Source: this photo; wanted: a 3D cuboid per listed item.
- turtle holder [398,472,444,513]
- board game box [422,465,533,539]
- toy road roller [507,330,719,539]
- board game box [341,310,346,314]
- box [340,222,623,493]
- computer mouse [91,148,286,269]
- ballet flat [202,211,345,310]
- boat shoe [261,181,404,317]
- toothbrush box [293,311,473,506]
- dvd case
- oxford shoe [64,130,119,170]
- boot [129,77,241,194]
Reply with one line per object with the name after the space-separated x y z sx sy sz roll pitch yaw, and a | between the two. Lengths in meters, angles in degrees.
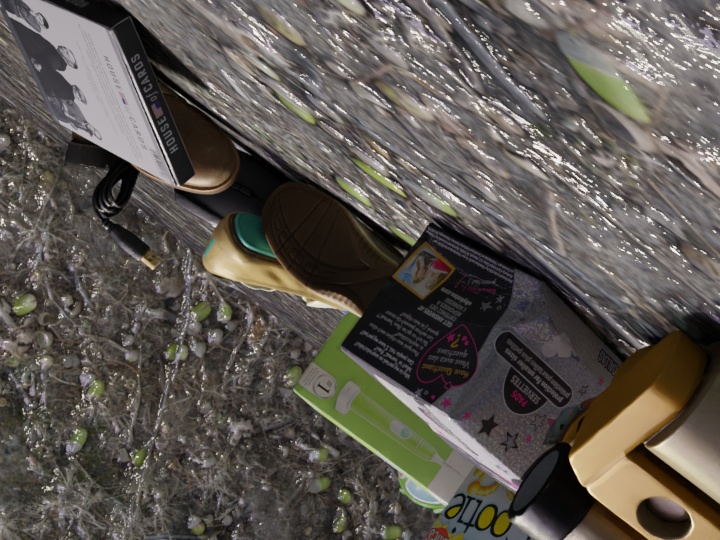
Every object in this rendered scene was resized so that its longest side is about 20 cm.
0.164 0.421 3.506 0.185 0.141 0.132 44 160 21 | turtle holder
0.150 0.184 1.323 0.105 0.201 0.103 39 174 -36 | board game box
0.186 0.097 0.977 0.122 0.146 0.200 37 137 -4 | toy road roller
0.088 0.093 1.774 0.199 0.041 0.200 39 174 -22 | board game box
0.106 0.082 1.196 0.200 0.115 0.132 41 173 -41 | box
-0.133 -0.051 1.492 0.199 0.141 0.046 37 160 -9 | computer mouse
-0.050 -0.002 1.491 0.199 0.063 0.069 20 -136 -33 | ballet flat
0.000 0.000 1.412 0.199 0.072 0.065 37 -176 24 | boat shoe
0.063 0.114 1.565 0.199 0.146 0.086 33 173 20 | toothbrush box
-0.218 -0.158 1.371 0.199 0.025 0.151 27 147 45 | dvd case
-0.194 -0.130 1.576 0.072 0.085 0.200 8 -178 22 | oxford shoe
-0.186 -0.139 1.449 0.199 0.074 0.076 38 165 9 | boot
